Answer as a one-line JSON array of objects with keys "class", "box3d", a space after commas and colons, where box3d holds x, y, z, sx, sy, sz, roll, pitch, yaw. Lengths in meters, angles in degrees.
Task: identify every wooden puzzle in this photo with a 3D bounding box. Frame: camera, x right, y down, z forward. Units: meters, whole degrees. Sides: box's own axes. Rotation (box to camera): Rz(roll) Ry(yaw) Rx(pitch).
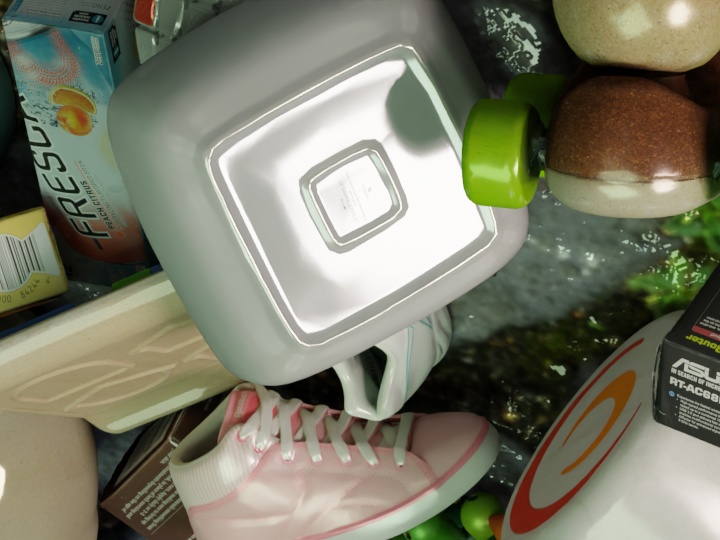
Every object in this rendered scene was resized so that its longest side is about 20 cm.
[{"class": "wooden puzzle", "box3d": [-0.125, 0.037, 1.684, 0.185, 0.046, 0.200, -23, 163, 18]}]

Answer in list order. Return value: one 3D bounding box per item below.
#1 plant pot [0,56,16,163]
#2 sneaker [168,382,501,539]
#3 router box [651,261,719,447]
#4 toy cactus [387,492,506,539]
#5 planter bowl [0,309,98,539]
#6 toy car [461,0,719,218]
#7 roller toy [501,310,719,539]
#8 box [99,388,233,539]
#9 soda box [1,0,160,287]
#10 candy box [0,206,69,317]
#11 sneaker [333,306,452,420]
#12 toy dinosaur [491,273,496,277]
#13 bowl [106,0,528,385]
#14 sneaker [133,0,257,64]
[{"class": "plant pot", "box3d": [-0.320, -0.078, 1.690, 0.199, 0.135, 0.201, 14, 135, 14]}, {"class": "sneaker", "box3d": [-0.023, 0.108, 1.713, 0.200, 0.075, 0.105, -22, 113, 20]}, {"class": "router box", "box3d": [0.271, 0.047, 1.490, 0.199, 0.150, 0.062, 21, 135, 22]}, {"class": "toy cactus", "box3d": [0.089, 0.183, 1.753, 0.165, 0.103, 0.200, 20, 179, -36]}, {"class": "planter bowl", "box3d": [-0.254, 0.097, 1.799, 0.199, 0.200, 0.135, 17, 118, 10]}, {"class": "toy car", "box3d": [0.146, -0.133, 1.447, 0.163, 0.158, 0.201, 4, 104, 16]}, {"class": "roller toy", "box3d": [0.182, 0.127, 1.611, 0.140, 0.183, 0.200, 36, 112, -9]}, {"class": "box", "box3d": [-0.052, 0.160, 1.836, 0.200, 0.075, 0.100, 38, 135, -9]}, {"class": "soda box", "box3d": [-0.147, -0.082, 1.649, 0.063, 0.069, 0.201, 9, 135, 17]}, {"class": "candy box", "box3d": [-0.274, 0.019, 1.680, 0.117, 0.199, 0.057, 163, 88, -79]}, {"class": "sneaker", "box3d": [0.000, 0.000, 1.653, 0.070, 0.080, 0.201, 0, 129, 28]}, {"class": "toy dinosaur", "box3d": [0.008, -0.047, 1.590, 0.199, 0.047, 0.089, 11, 99, -25]}, {"class": "bowl", "box3d": [-0.013, -0.048, 1.523, 0.199, 0.075, 0.201, -29, 110, -9]}, {"class": "sneaker", "box3d": [-0.075, -0.120, 1.590, 0.077, 0.082, 0.201, 35, 122, 30]}]
